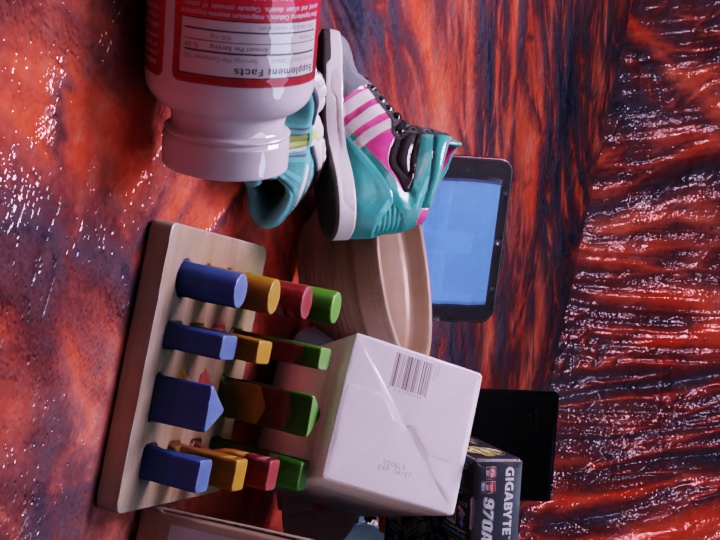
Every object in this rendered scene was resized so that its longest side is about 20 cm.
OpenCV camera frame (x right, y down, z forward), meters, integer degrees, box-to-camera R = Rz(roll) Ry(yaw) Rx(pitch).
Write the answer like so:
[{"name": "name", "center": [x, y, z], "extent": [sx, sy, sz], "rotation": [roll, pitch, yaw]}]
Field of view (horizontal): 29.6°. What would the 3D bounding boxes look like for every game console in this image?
[{"name": "game console", "center": [0.090, -0.025, 1.553], "extent": [0.172, 0.117, 0.203], "rotation": [-37, 135, -68]}]

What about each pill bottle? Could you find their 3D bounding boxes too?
[{"name": "pill bottle", "center": [-0.080, -0.165, 0.864], "extent": [0.112, 0.111, 0.203], "rotation": [-43, 141, -65]}]

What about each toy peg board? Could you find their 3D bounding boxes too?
[{"name": "toy peg board", "center": [-0.092, 0.078, 1.011], "extent": [0.199, 0.096, 0.203], "rotation": [16, 84, -75]}]

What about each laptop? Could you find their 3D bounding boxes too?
[{"name": "laptop", "center": [0.127, 0.171, 1.623], "extent": [0.115, 0.200, 0.189], "rotation": [-21, 134, -21]}]

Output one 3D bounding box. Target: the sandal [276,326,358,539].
[{"name": "sandal", "center": [-0.044, 0.160, 1.287], "extent": [0.059, 0.078, 0.210], "rotation": [153, -60, -64]}]

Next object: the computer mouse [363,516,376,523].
[{"name": "computer mouse", "center": [-0.017, 0.147, 1.331], "extent": [0.059, 0.034, 0.203], "rotation": [107, -29, -79]}]

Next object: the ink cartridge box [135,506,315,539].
[{"name": "ink cartridge box", "center": [-0.059, 0.239, 1.043], "extent": [0.165, 0.197, 0.076], "rotation": [43, 58, -71]}]

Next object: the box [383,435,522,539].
[{"name": "box", "center": [0.075, 0.223, 1.184], "extent": [0.200, 0.045, 0.162], "rotation": [-170, -97, -71]}]

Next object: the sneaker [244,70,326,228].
[{"name": "sneaker", "center": [-0.069, -0.105, 1.025], "extent": [0.080, 0.077, 0.201], "rotation": [-61, 158, -26]}]

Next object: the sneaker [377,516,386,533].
[{"name": "sneaker", "center": [0.056, 0.209, 1.383], "extent": [0.201, 0.076, 0.074], "rotation": [-87, 179, -66]}]

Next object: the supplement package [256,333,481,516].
[{"name": "supplement package", "center": [-0.002, 0.137, 1.164], "extent": [0.200, 0.120, 0.121], "rotation": [-23, -129, 65]}]

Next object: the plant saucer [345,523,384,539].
[{"name": "plant saucer", "center": [-0.034, 0.336, 1.349], "extent": [0.199, 0.039, 0.204], "rotation": [-10, 111, -27]}]

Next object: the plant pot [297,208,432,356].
[{"name": "plant pot", "center": [0.000, 0.000, 1.248], "extent": [0.201, 0.091, 0.204], "rotation": [-8, 90, -75]}]

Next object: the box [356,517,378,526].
[{"name": "box", "center": [0.002, 0.240, 1.458], "extent": [0.136, 0.037, 0.203], "rotation": [26, 76, -74]}]

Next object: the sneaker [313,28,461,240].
[{"name": "sneaker", "center": [0.022, -0.114, 1.144], "extent": [0.084, 0.119, 0.203], "rotation": [119, -31, -57]}]
